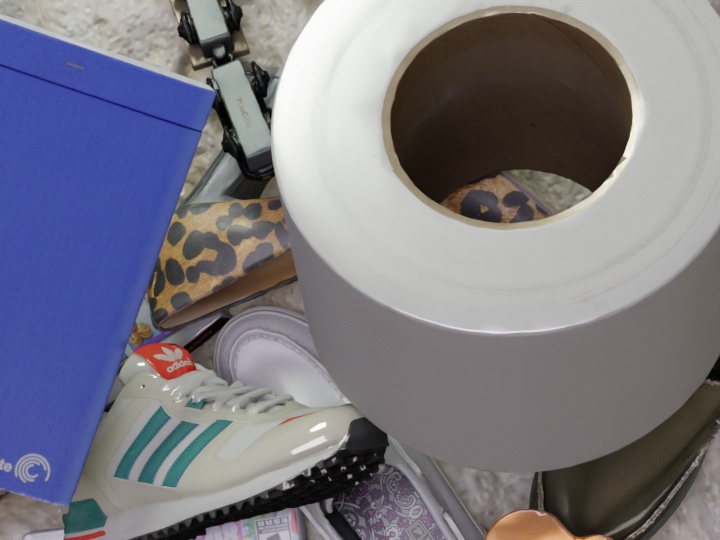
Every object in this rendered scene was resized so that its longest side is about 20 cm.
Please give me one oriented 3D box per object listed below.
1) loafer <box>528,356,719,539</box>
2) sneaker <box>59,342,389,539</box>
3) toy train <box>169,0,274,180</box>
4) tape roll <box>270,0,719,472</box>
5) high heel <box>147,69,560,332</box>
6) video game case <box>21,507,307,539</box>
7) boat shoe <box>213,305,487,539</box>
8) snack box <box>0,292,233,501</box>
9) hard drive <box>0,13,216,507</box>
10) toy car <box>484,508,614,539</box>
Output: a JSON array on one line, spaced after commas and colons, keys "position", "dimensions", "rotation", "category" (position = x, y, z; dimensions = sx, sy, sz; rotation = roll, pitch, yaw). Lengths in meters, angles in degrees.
[{"position": [0.140, 0.048, 1.309], "dimensions": [0.075, 0.070, 0.201], "rotation": [31, 94, 14], "category": "loafer"}, {"position": [-0.075, 0.074, 1.315], "dimensions": [0.199, 0.070, 0.094], "rotation": [-22, 78, 40], "category": "sneaker"}, {"position": [-0.075, -0.128, 1.369], "dimensions": [0.034, 0.046, 0.201], "rotation": [-20, 62, -3], "category": "toy train"}, {"position": [0.067, -0.032, 1.218], "dimensions": [0.201, 0.139, 0.204], "rotation": [-2, 63, 4], "category": "tape roll"}, {"position": [0.000, 0.000, 1.338], "dimensions": [0.199, 0.071, 0.143], "rotation": [25, 73, 26], "category": "high heel"}, {"position": [-0.085, 0.219, 1.382], "dimensions": [0.142, 0.018, 0.202], "rotation": [-9, 85, 10], "category": "video game case"}, {"position": [-0.003, 0.099, 1.348], "dimensions": [0.072, 0.069, 0.201], "rotation": [-35, 81, 7], "category": "boat shoe"}, {"position": [-0.163, 0.056, 1.404], "dimensions": [0.200, 0.024, 0.072], "rotation": [-38, 78, 6], "category": "snack box"}, {"position": [-0.159, -0.007, 1.255], "dimensions": [0.131, 0.025, 0.201], "rotation": [18, 98, -18], "category": "hard drive"}, {"position": [0.080, 0.211, 1.273], "dimensions": [0.176, 0.184, 0.201], "rotation": [-18, 75, 10], "category": "toy car"}]
